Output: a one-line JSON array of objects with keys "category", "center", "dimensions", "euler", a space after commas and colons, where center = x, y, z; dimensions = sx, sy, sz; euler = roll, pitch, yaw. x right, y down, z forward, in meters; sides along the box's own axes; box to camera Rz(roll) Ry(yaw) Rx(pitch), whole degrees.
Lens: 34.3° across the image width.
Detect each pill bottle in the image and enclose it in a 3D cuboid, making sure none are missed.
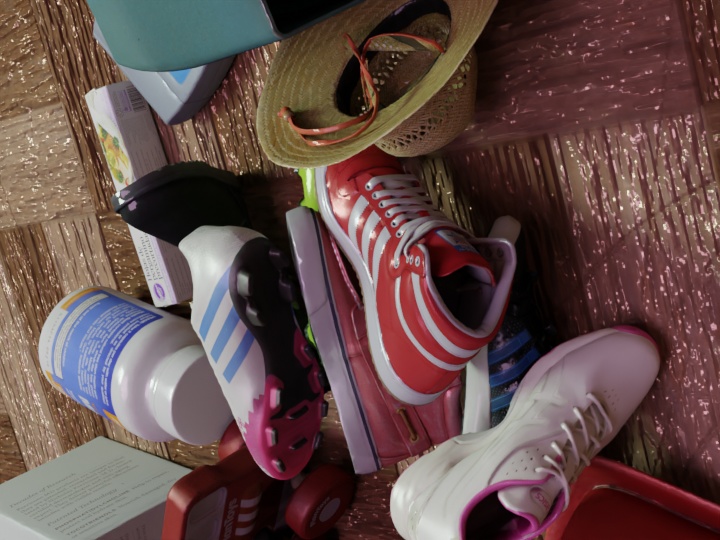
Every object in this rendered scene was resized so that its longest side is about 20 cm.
[{"category": "pill bottle", "center": [-0.195, 0.089, 1.056], "dimensions": [0.199, 0.112, 0.113], "euler": [18, 120, 44]}]

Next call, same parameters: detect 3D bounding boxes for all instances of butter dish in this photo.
[{"category": "butter dish", "center": [0.176, 0.246, 0.721], "dimensions": [0.199, 0.147, 0.201], "euler": [21, 121, 31]}]

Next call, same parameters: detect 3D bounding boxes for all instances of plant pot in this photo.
[{"category": "plant pot", "center": [-0.089, -0.203, 0.717], "dimensions": [0.199, 0.141, 0.142], "euler": [-10, 108, 49]}]

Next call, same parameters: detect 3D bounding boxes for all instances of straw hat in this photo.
[{"category": "straw hat", "center": [0.031, -0.123, 0.742], "dimensions": [0.200, 0.202, 0.085], "euler": [0, 147, 45]}]

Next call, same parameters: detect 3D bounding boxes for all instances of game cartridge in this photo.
[{"category": "game cartridge", "center": [-0.146, -0.219, 0.932], "dimensions": [0.133, 0.040, 0.201], "euler": [46, 135, 16]}]

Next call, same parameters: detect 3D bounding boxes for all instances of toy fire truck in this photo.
[{"category": "toy fire truck", "center": [-0.108, 0.221, 0.992], "dimensions": [0.112, 0.167, 0.201], "euler": [37, 131, 28]}]

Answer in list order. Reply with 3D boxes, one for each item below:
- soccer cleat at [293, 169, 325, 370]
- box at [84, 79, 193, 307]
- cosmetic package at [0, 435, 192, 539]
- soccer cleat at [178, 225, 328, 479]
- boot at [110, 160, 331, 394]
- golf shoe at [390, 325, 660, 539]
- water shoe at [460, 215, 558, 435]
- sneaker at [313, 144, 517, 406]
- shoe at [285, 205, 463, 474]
[{"category": "soccer cleat", "center": [0.000, 0.000, 0.863], "dimensions": [0.080, 0.067, 0.202], "euler": [6, 112, 30]}, {"category": "box", "center": [-0.190, -0.069, 1.040], "dimensions": [0.039, 0.041, 0.202], "euler": [-9, 102, 48]}, {"category": "cosmetic package", "center": [-0.259, 0.292, 1.181], "dimensions": [0.199, 0.166, 0.169], "euler": [7, 113, 45]}, {"category": "soccer cleat", "center": [-0.078, 0.055, 0.836], "dimensions": [0.086, 0.070, 0.202], "euler": [18, 128, 39]}, {"category": "boot", "center": [-0.096, 0.019, 0.901], "dimensions": [0.065, 0.165, 0.201], "euler": [-29, 83, 22]}, {"category": "golf shoe", "center": [0.113, 0.115, 0.712], "dimensions": [0.075, 0.200, 0.092], "euler": [51, 178, -25]}, {"category": "water shoe", "center": [0.112, 0.059, 0.786], "dimensions": [0.078, 0.072, 0.202], "euler": [7, 114, 13]}, {"category": "sneaker", "center": [0.034, -0.027, 0.737], "dimensions": [0.113, 0.071, 0.202], "euler": [-47, 56, 55]}, {"category": "shoe", "center": [0.013, 0.041, 0.819], "dimensions": [0.072, 0.090, 0.202], "euler": [-116, 10, -73]}]
